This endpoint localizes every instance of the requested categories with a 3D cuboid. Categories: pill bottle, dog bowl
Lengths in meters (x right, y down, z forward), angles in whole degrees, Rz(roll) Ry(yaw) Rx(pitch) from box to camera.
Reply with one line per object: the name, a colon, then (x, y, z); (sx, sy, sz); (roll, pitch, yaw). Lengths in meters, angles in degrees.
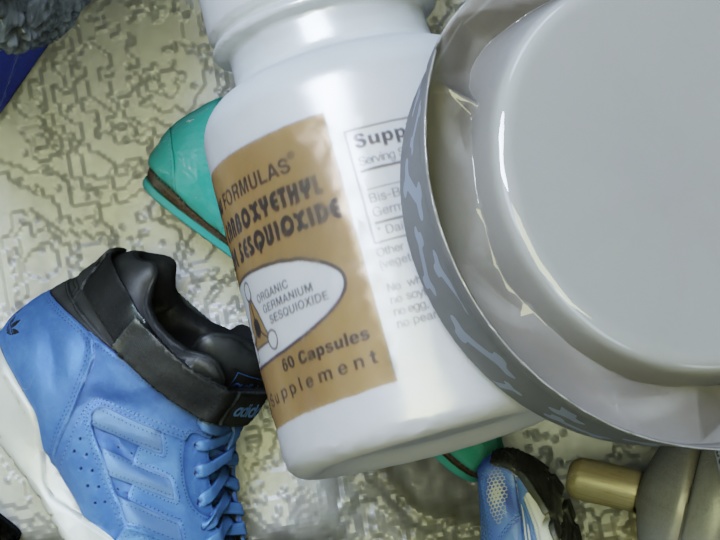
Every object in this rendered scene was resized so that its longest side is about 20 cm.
pill bottle: (0.003, -0.031, 0.802); (0.114, 0.114, 0.201); (-15, 80, 3)
dog bowl: (0.104, -0.030, 0.745); (0.199, 0.059, 0.201); (6, 74, -20)

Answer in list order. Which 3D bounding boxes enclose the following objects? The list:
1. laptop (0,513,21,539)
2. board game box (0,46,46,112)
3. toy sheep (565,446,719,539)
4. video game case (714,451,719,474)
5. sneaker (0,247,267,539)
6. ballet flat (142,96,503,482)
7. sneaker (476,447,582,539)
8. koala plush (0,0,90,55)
laptop: (-0.284, 0.102, 0.925); (0.177, 0.103, 0.200); (-46, 113, 3)
board game box: (-0.197, -0.184, 0.877); (0.200, 0.097, 0.160); (37, 92, 2)
toy sheep: (0.178, 0.110, 0.843); (0.199, 0.138, 0.138); (15, 91, 8)
video game case: (0.230, 0.058, 0.786); (0.199, 0.023, 0.183); (-8, 68, -6)
sneaker: (-0.067, 0.083, 0.879); (0.111, 0.077, 0.200); (-38, 82, 12)
ballet flat: (0.000, 0.000, 0.879); (0.200, 0.067, 0.070); (42, 102, 4)
sneaker: (0.044, 0.170, 0.867); (0.089, 0.079, 0.201); (7, 101, 9)
koala plush: (-0.192, -0.170, 0.767); (0.199, 0.184, 0.178); (13, 81, 24)
